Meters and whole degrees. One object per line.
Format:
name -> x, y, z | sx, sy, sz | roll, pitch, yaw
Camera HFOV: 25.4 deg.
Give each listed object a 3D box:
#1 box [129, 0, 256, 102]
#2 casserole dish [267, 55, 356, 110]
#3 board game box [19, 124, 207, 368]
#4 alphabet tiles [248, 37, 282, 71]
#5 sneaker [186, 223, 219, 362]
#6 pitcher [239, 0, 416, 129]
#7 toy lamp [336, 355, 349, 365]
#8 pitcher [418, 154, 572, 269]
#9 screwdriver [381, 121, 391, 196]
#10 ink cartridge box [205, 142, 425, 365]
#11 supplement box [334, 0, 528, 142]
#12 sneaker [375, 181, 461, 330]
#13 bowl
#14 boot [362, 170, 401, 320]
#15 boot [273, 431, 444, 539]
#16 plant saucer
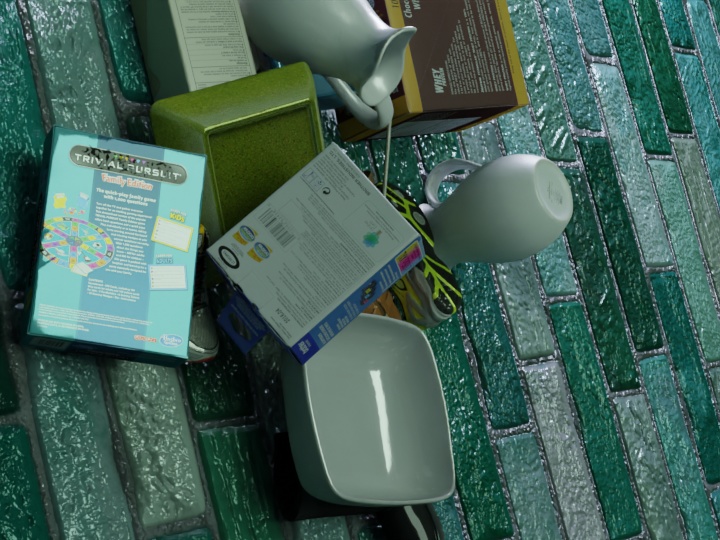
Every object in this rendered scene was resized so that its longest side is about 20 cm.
box -> -0.178, -0.250, 1.681 | 0.094, 0.078, 0.202 | -6, 78, -37
casserole dish -> -0.054, -0.281, 1.831 | 0.120, 0.039, 0.202 | -10, 87, -8
board game box -> -0.228, -0.021, 1.482 | 0.150, 0.047, 0.202 | 11, 71, -20
alphabet tiles -> -0.150, -0.319, 1.814 | 0.199, 0.015, 0.197 | -7, 78, -51
sneaker -> -0.186, -0.005, 1.566 | 0.078, 0.082, 0.202 | -23, 92, -52
pitcher -> -0.040, -0.252, 1.748 | 0.199, 0.172, 0.121 | 36, 61, 19
toy lamp -> -0.043, 0.042, 1.679 | 0.058, 0.058, 0.201 | -60, 148, -46
pitcher -> 0.152, -0.084, 1.921 | 0.121, 0.199, 0.173 | 31, 50, -39
screwdriver -> 0.030, -0.089, 1.782 | 0.029, 0.028, 0.202 | 15, 71, -17
ink cartridge box -> -0.055, -0.006, 1.552 | 0.137, 0.200, 0.076 | 48, -7, 20
supplement box -> 0.070, -0.272, 1.920 | 0.199, 0.132, 0.199 | -9, 85, -40
sneaker -> 0.046, -0.018, 1.870 | 0.075, 0.076, 0.201 | 16, 43, -44
bowl -> -0.003, 0.148, 1.635 | 0.199, 0.074, 0.202 | 9, 66, -45
boot -> 0.000, 0.000, 1.803 | 0.155, 0.073, 0.201 | 45, 54, -26
boot -> -0.002, 0.252, 1.681 | 0.199, 0.065, 0.166 | 14, 55, -50
plant saucer -> -0.105, -0.095, 1.639 | 0.199, 0.048, 0.202 | -20, 109, -33
